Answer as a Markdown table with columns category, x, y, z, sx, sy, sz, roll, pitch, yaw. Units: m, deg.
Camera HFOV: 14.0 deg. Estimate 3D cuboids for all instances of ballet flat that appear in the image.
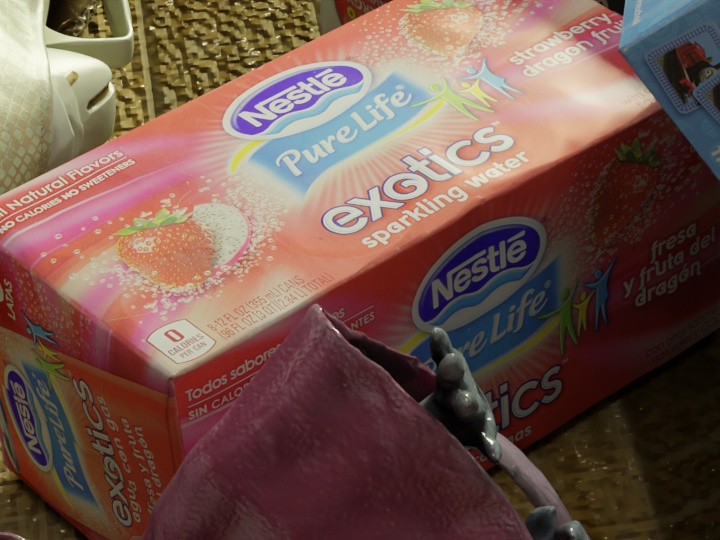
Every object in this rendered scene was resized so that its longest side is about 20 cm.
| category | x | y | z | sx | sy | sz | roll | pitch | yaw |
| --- | --- | --- | --- | --- | --- | --- | --- | --- | --- |
| ballet flat | -0.106 | -0.069 | 0.958 | 0.062 | 0.067 | 0.200 | 4 | 37 | -6 |

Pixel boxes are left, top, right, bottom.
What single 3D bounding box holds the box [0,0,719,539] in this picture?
| category | x | y | z | sx | sy | sz | roll | pitch | yaw |
| --- | --- | --- | --- | --- | --- | --- | --- | --- | --- |
| box | 0.000 | 0.000 | 0.831 | 0.200 | 0.095 | 0.103 | -28 | 43 | -28 |

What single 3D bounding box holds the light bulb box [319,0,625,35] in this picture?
| category | x | y | z | sx | sy | sz | roll | pitch | yaw |
| --- | --- | --- | --- | --- | --- | --- | --- | --- | --- |
| light bulb box | 0.119 | -0.121 | 0.955 | 0.200 | 0.125 | 0.198 | -27 | 43 | -28 |

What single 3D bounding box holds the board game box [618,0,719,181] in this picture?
| category | x | y | z | sx | sy | sz | roll | pitch | yaw |
| --- | --- | --- | --- | --- | --- | --- | --- | --- | --- |
| board game box | 0.141 | -0.023 | 0.765 | 0.037 | 0.200 | 0.151 | -32 | 21 | 24 |

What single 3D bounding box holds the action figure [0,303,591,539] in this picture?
| category | x | y | z | sx | sy | sz | roll | pitch | yaw |
| --- | --- | --- | --- | --- | --- | --- | --- | --- | --- |
| action figure | -0.048 | 0.089 | 0.716 | 0.200 | 0.134 | 0.149 | -33 | 1 | 4 |
